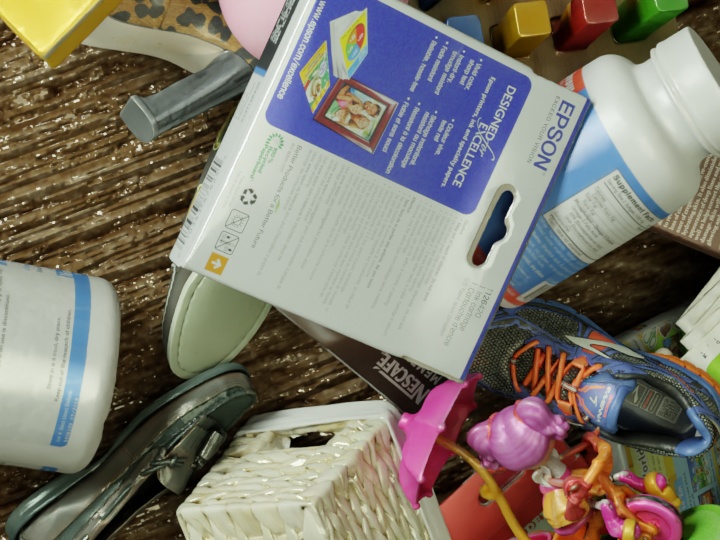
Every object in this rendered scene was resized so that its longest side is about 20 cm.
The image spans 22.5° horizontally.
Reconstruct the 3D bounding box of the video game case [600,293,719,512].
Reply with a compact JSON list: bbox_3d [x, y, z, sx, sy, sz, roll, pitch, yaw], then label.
[{"bbox_3d":[0.249,0.125,1.329,0.182,0.023,0.201,-22,105,-35],"label":"video game case"}]

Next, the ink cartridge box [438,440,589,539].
[{"bbox_3d":[0.139,0.203,1.334,0.116,0.067,0.200,-41,109,-4],"label":"ink cartridge box"}]

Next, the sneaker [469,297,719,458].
[{"bbox_3d":[0.155,0.073,1.213,0.199,0.078,0.076,16,103,-1],"label":"sneaker"}]

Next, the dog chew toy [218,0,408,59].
[{"bbox_3d":[-0.036,-0.231,1.159,0.124,0.125,0.201,-4,76,-14],"label":"dog chew toy"}]

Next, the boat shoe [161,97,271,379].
[{"bbox_3d":[-0.087,-0.025,1.230,0.072,0.061,0.202,16,103,-42],"label":"boat shoe"}]

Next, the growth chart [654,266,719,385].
[{"bbox_3d":[0.302,0.030,1.255,0.144,0.018,0.200,34,91,9],"label":"growth chart"}]

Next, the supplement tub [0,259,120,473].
[{"bbox_3d":[-0.263,0.053,1.160,0.199,0.132,0.133,11,99,-18],"label":"supplement tub"}]

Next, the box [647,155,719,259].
[{"bbox_3d":[0.240,-0.066,1.295,0.199,0.075,0.100,22,94,-16],"label":"box"}]

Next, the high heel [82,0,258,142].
[{"bbox_3d":[-0.137,-0.194,1.194,0.142,0.071,0.200,-32,92,-35],"label":"high heel"}]

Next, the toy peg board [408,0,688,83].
[{"bbox_3d":[0.112,-0.225,1.186,0.198,0.098,0.201,-9,83,-12],"label":"toy peg board"}]

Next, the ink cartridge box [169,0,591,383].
[{"bbox_3d":[0.014,-0.057,1.107,0.199,0.047,0.198,24,93,-25],"label":"ink cartridge box"}]

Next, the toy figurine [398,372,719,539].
[{"bbox_3d":[0.113,0.143,1.181,0.200,0.150,0.184,-26,113,38],"label":"toy figurine"}]

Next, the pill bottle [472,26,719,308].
[{"bbox_3d":[0.150,-0.070,1.180,0.200,0.112,0.112,-33,110,18],"label":"pill bottle"}]

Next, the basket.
[{"bbox_3d":[-0.023,0.207,1.234,0.123,0.135,0.201,-40,115,-51],"label":"basket"}]

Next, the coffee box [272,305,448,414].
[{"bbox_3d":[0.000,0.000,1.211,0.113,0.080,0.200,-50,131,-3],"label":"coffee box"}]

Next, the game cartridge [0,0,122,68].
[{"bbox_3d":[-0.176,-0.251,1.123,0.200,0.032,0.176,-44,73,-4],"label":"game cartridge"}]

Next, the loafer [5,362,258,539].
[{"bbox_3d":[-0.146,0.144,1.236,0.200,0.063,0.072,-36,153,1],"label":"loafer"}]
